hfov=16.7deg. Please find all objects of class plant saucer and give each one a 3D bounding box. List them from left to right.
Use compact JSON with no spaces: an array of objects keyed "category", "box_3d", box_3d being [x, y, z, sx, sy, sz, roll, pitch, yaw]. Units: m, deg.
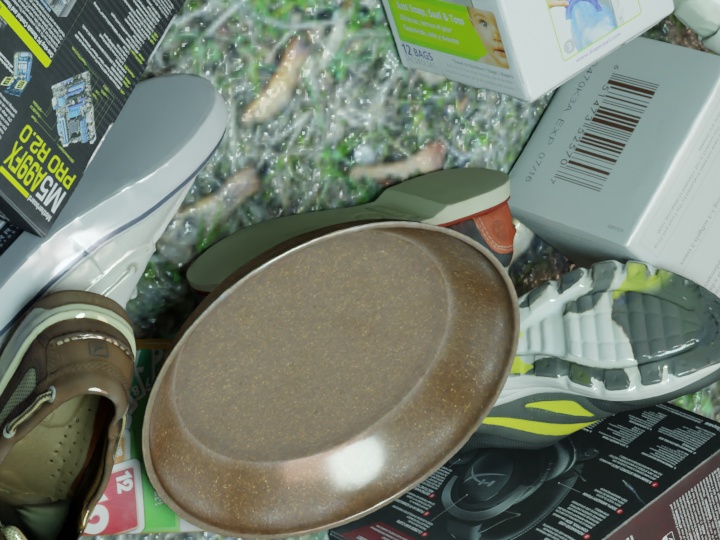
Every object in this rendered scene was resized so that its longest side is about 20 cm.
[{"category":"plant saucer","box_3d":[-0.018,0.047,1.189,0.199,0.037,0.201,-18,136,-18]}]

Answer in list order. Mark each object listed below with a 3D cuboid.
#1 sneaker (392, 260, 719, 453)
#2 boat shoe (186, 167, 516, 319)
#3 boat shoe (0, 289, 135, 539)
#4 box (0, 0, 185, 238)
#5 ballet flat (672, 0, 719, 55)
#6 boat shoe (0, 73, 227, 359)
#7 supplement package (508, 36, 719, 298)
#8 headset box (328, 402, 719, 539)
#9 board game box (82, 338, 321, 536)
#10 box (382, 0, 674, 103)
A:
[{"category":"sneaker","box_3d":[0.107,0.049,1.279,0.085,0.199,0.075,45,43,-53]},{"category":"boat shoe","box_3d":[0.000,0.000,1.241,0.199,0.071,0.063,-18,116,-37]},{"category":"boat shoe","box_3d":[-0.155,0.107,1.105,0.074,0.075,0.203,9,124,-22]},{"category":"box","box_3d":[-0.149,-0.127,1.038,0.161,0.044,0.200,-61,154,-12]},{"category":"ballet flat","box_3d":[0.184,-0.172,1.298,0.069,0.069,0.201,-10,77,-34]},{"category":"boat shoe","box_3d":[-0.133,-0.008,1.139,0.200,0.071,0.070,-46,138,-17]},{"category":"supplement package","box_3d":[0.193,-0.028,1.344,0.200,0.117,0.117,36,81,-37]},{"category":"headset box","box_3d":[0.093,0.146,1.299,0.200,0.148,0.078,-35,121,-25]},{"category":"board game box","box_3d":[-0.082,0.083,1.228,0.199,0.030,0.096,1,102,-40]},{"category":"box","box_3d":[0.061,-0.201,1.197,0.101,0.112,0.201,-32,120,-24]}]
